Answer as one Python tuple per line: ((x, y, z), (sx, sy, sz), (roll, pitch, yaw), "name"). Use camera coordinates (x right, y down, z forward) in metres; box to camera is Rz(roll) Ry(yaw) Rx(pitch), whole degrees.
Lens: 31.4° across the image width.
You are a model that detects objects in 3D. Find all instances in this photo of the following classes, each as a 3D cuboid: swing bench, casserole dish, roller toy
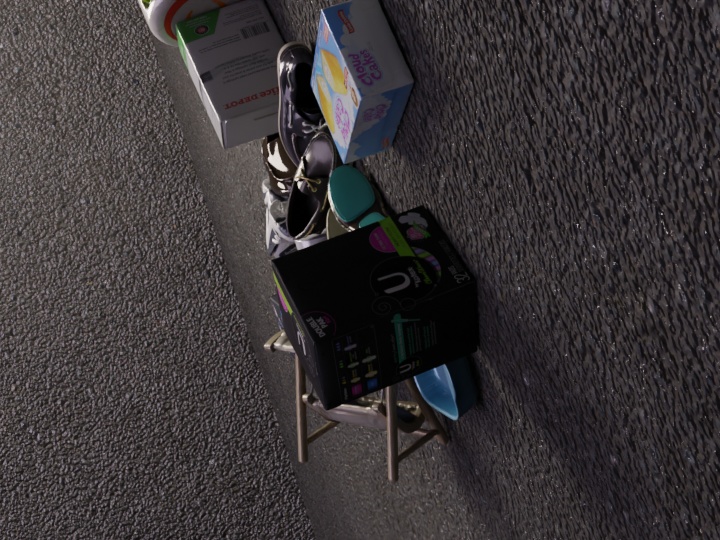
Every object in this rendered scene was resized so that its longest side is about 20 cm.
((-0.005, 0.168, 1.801), (0.198, 0.129, 0.202), (5, 116, 46), "swing bench")
((0.100, 0.119, 1.630), (0.200, 0.038, 0.122), (-163, 54, -75), "casserole dish")
((-0.263, -0.454, 2.002), (0.200, 0.181, 0.141), (79, 167, -67), "roller toy")

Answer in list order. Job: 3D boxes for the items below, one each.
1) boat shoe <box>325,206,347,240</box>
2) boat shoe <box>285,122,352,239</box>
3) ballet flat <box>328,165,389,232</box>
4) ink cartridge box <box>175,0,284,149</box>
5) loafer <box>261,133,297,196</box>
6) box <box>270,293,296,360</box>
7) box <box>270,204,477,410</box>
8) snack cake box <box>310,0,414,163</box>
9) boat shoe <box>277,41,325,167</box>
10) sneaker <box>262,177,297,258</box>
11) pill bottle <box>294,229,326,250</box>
((-0.002, 0.001, 1.816), (0.203, 0.073, 0.063), (66, 160, -3), "boat shoe")
((-0.062, -0.121, 1.814), (0.072, 0.060, 0.202), (39, 141, 21), "boat shoe")
((0.014, -0.059, 1.689), (0.200, 0.067, 0.076), (54, 176, 47), "ballet flat")
((-0.181, -0.302, 1.961), (0.084, 0.145, 0.201), (94, 153, -62), "ink cartridge box")
((-0.126, -0.182, 2.085), (0.200, 0.072, 0.072), (-130, 22, -58), "loafer")
((-0.062, 0.088, 2.113), (0.200, 0.121, 0.107), (-150, 41, -73), "box")
((0.016, 0.042, 1.486), (0.125, 0.198, 0.149), (82, 164, -45), "box")
((-0.002, -0.217, 1.478), (0.200, 0.067, 0.116), (110, 139, -73), "snack cake box")
((-0.078, -0.220, 1.814), (0.063, 0.072, 0.202), (-124, 23, -59), "boat shoe")
((-0.111, -0.061, 2.079), (0.199, 0.079, 0.131), (-128, 25, -58), "sneaker")
((-0.035, 0.035, 1.927), (0.112, 0.111, 0.202), (-144, 35, -69), "pill bottle")
